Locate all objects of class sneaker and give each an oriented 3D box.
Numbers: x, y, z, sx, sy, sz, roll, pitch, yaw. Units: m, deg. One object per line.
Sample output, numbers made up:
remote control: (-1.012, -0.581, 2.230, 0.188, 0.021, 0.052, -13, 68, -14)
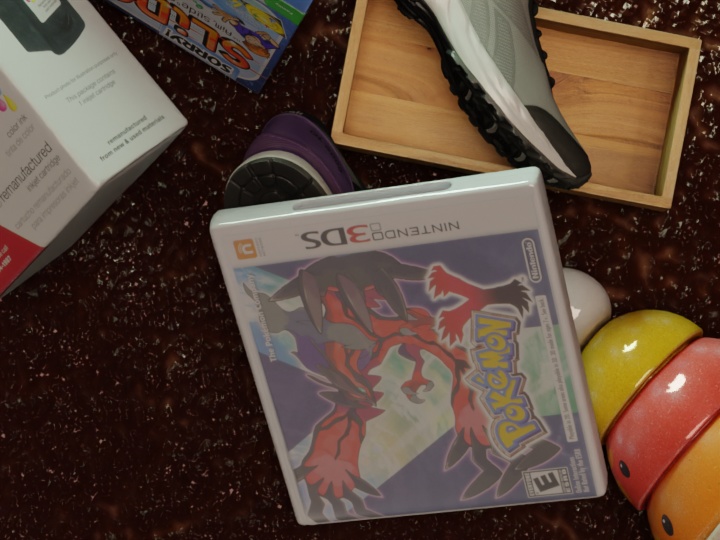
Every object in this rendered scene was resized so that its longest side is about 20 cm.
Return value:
sneaker: (0.000, 0.000, 1.230, 0.075, 0.088, 0.201, -16, 116, 23)
sneaker: (0.075, -0.135, 1.202, 0.079, 0.074, 0.201, -31, 90, -8)

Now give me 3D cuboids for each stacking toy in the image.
stacking toy: (0.169, 0.073, 1.228, 0.200, 0.146, 0.146, 43, 87, 18)

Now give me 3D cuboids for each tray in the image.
tray: (0.088, -0.102, 1.254, 0.198, 0.037, 0.100, 11, 88, -3)

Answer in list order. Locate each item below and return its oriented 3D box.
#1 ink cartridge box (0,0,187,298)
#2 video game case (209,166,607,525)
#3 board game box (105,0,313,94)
ink cartridge box: (-0.212, -0.104, 1.181, 0.200, 0.146, 0.083, 50, 46, 0)
video game case: (0.028, 0.047, 1.185, 0.181, 0.023, 0.201, -7, 119, 15)
board game box: (-0.121, -0.181, 1.190, 0.199, 0.135, 0.035, 31, 72, -4)
